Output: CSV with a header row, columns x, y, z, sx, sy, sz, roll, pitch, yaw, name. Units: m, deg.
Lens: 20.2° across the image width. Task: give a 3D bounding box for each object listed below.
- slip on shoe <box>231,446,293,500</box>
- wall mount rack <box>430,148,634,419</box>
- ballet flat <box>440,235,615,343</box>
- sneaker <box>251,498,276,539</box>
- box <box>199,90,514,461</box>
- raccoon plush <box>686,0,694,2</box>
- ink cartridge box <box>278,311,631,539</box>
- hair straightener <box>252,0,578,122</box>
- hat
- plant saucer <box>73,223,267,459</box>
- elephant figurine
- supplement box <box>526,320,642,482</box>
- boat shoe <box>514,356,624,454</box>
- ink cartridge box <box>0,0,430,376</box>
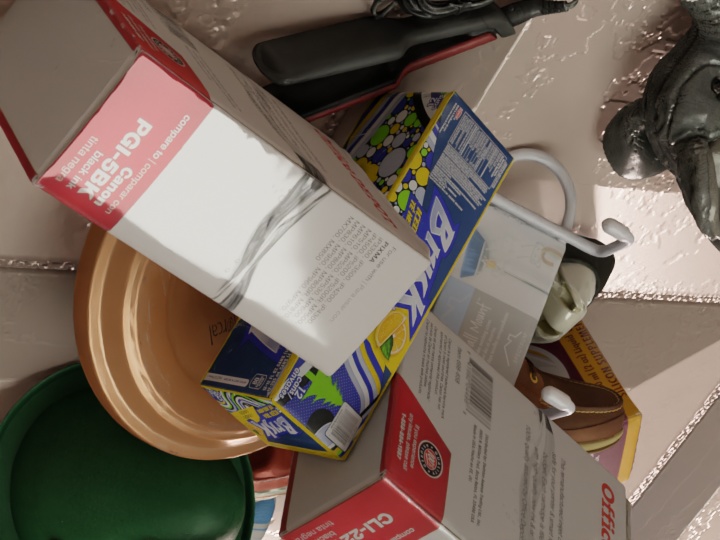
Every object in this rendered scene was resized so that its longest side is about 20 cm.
x,y,z,sx,sy,sz,roll,pitch,yaw,name
-0.016,0.082,1.301,0.199,0.074,0.061,-27,152,-15,slip on shoe
0.065,-0.003,1.201,0.173,0.201,0.075,26,161,-13,wall mount rack
0.101,0.013,1.308,0.199,0.069,0.068,5,130,-39,ballet flat
-0.142,0.138,1.298,0.199,0.072,0.073,14,91,-36,sneaker
0.000,0.000,1.093,0.064,0.070,0.201,44,67,-32,box
0.254,-0.182,1.181,0.199,0.097,0.134,-16,149,-7,raccoon plush
0.059,0.135,1.132,0.084,0.145,0.200,-34,119,31,ink cartridge box
0.033,-0.136,1.108,0.199,0.041,0.077,-17,142,-18,hair straightener
-0.101,0.132,1.154,0.199,0.167,0.176,24,163,-19,hat
-0.068,0.012,1.140,0.199,0.032,0.202,-12,111,-34,plant saucer
0.219,-0.086,1.248,0.199,0.156,0.141,18,157,-34,elephant figurine
0.076,0.113,1.370,0.199,0.111,0.086,-20,145,-15,supplement box
0.084,0.073,1.265,0.199,0.072,0.068,8,105,-24,boat shoe
-0.079,-0.053,0.993,0.200,0.147,0.083,35,100,-35,ink cartridge box
